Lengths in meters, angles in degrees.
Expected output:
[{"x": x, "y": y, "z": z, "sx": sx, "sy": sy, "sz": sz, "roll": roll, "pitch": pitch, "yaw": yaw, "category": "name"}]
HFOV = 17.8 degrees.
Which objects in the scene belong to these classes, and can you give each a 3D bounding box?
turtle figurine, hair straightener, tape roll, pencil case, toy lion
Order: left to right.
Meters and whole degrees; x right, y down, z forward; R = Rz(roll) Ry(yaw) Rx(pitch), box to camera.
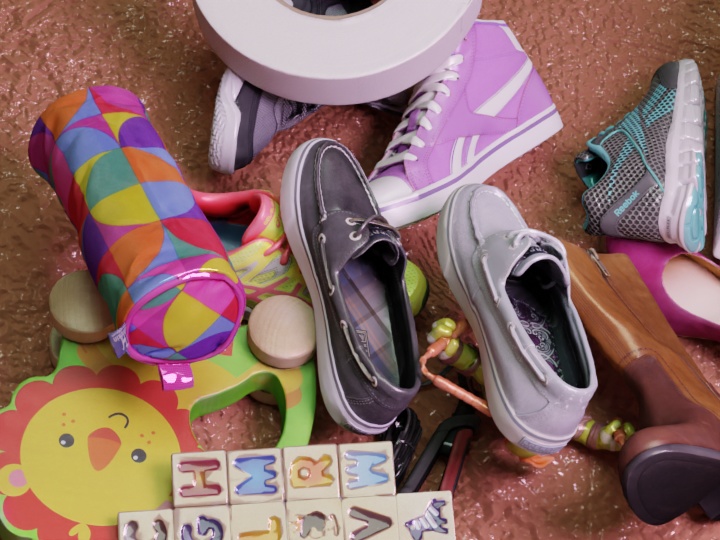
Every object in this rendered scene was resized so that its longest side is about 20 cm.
[{"x": -0.138, "y": -0.025, "z": 1.403, "sx": 0.088, "sy": 0.089, "sz": 0.200, "roll": -12, "pitch": 47, "yaw": -18, "category": "pencil case"}, {"x": -0.129, "y": 0.103, "z": 1.413, "sx": 0.199, "sy": 0.069, "sz": 0.192, "roll": 7, "pitch": 59, "yaw": -5, "category": "toy lion"}, {"x": -0.017, "y": -0.205, "z": 1.556, "sx": 0.202, "sy": 0.037, "sz": 0.204, "roll": -1, "pitch": 63, "yaw": 1, "category": "tape roll"}, {"x": 0.024, "y": 0.127, "z": 1.427, "sx": 0.077, "sy": 0.041, "sz": 0.200, "roll": 18, "pitch": 52, "yaw": 4, "category": "hair straightener"}, {"x": 0.110, "y": 0.067, "z": 1.471, "sx": 0.200, "sy": 0.064, "sz": 0.162, "roll": 26, "pitch": 41, "yaw": -23, "category": "turtle figurine"}]

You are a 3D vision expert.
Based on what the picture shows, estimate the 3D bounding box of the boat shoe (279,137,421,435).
[{"x": 0.000, "y": 0.000, "z": 1.427, "sx": 0.070, "sy": 0.066, "sz": 0.201, "roll": 11, "pitch": 59, "yaw": -32, "category": "boat shoe"}]

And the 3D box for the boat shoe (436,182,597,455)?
[{"x": 0.102, "y": 0.014, "z": 1.400, "sx": 0.070, "sy": 0.072, "sz": 0.201, "roll": 10, "pitch": 46, "yaw": -28, "category": "boat shoe"}]

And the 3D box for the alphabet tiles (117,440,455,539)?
[{"x": -0.041, "y": 0.184, "z": 1.349, "sx": 0.199, "sy": 0.006, "sz": 0.167, "roll": -3, "pitch": 72, "yaw": -2, "category": "alphabet tiles"}]

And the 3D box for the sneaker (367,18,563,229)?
[{"x": 0.044, "y": -0.104, "z": 1.562, "sx": 0.200, "sy": 0.073, "sz": 0.115, "roll": -37, "pitch": 107, "yaw": -40, "category": "sneaker"}]

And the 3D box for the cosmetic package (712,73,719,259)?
[{"x": 0.341, "y": -0.114, "z": 1.574, "sx": 0.166, "sy": 0.168, "sz": 0.200, "roll": 12, "pitch": 43, "yaw": -1, "category": "cosmetic package"}]

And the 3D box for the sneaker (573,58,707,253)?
[{"x": 0.193, "y": -0.085, "z": 1.590, "sx": 0.091, "sy": 0.078, "sz": 0.200, "roll": -1, "pitch": 32, "yaw": 11, "category": "sneaker"}]

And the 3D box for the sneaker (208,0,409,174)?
[{"x": -0.025, "y": -0.131, "z": 1.595, "sx": 0.113, "sy": 0.076, "sz": 0.200, "roll": 20, "pitch": 49, "yaw": 9, "category": "sneaker"}]

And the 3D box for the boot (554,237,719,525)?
[{"x": 0.171, "y": 0.056, "z": 1.432, "sx": 0.188, "sy": 0.068, "sz": 0.200, "roll": 4, "pitch": 50, "yaw": -54, "category": "boot"}]

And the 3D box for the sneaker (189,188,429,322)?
[{"x": -0.051, "y": -0.008, "z": 1.488, "sx": 0.199, "sy": 0.090, "sz": 0.078, "roll": 10, "pitch": 50, "yaw": -4, "category": "sneaker"}]

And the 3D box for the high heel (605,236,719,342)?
[{"x": 0.245, "y": 0.016, "z": 1.516, "sx": 0.067, "sy": 0.096, "sz": 0.200, "roll": -30, "pitch": 63, "yaw": -28, "category": "high heel"}]
